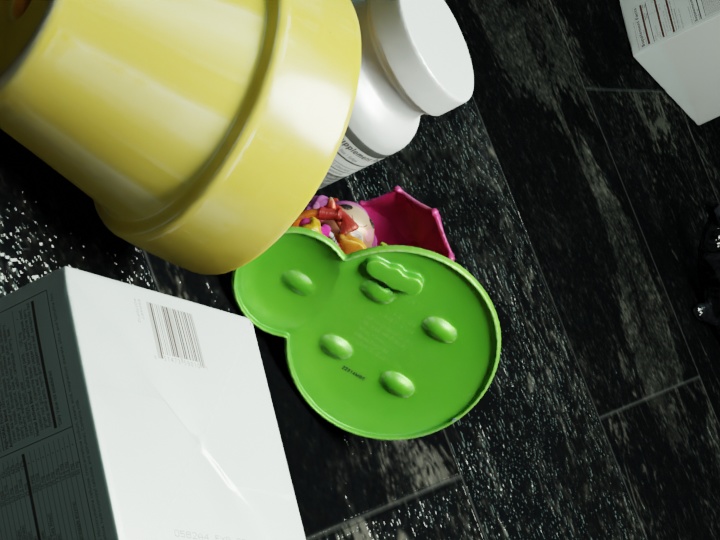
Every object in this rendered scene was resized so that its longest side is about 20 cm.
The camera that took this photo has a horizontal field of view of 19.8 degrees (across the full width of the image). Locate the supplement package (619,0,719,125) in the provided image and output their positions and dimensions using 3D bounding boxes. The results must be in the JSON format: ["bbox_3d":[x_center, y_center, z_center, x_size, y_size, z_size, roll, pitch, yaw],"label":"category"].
[{"bbox_3d":[0.445,-0.313,2.499,0.191,0.199,0.148,36,38,-48],"label":"supplement package"}]

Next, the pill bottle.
[{"bbox_3d":[-0.031,-0.118,1.393,0.116,0.199,0.116,44,32,-38],"label":"pill bottle"}]

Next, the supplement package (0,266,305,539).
[{"bbox_3d":[-0.153,0.114,0.953,0.152,0.199,0.151,19,51,-57],"label":"supplement package"}]

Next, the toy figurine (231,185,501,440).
[{"bbox_3d":[0.000,0.000,1.487,0.199,0.150,0.184,30,22,-15],"label":"toy figurine"}]

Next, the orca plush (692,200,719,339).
[{"bbox_3d":[0.400,0.028,2.265,0.071,0.105,0.201,-34,130,-27],"label":"orca plush"}]

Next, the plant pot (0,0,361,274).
[{"bbox_3d":[-0.131,-0.124,1.233,0.188,0.200,0.202,26,44,-34],"label":"plant pot"}]
